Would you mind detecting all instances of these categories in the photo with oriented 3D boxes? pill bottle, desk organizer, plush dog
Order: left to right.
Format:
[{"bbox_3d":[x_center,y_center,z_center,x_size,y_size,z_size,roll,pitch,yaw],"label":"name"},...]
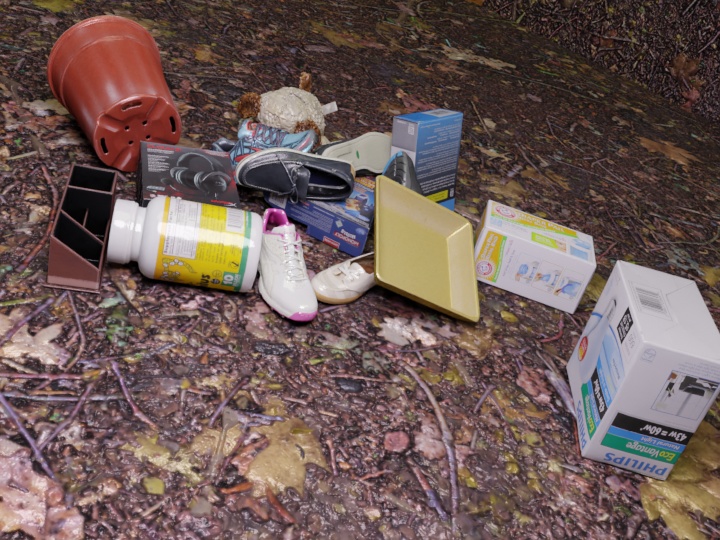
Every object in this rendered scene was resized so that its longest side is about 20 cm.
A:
[{"bbox_3d":[-0.379,-0.063,1.094,0.070,0.078,0.201,8,33,-16],"label":"desk organizer"},{"bbox_3d":[-0.241,-0.039,1.098,0.197,0.114,0.113,9,32,-16],"label":"pill bottle"},{"bbox_3d":[-0.131,-0.283,1.465,0.197,0.163,0.172,22,14,2],"label":"plush dog"}]

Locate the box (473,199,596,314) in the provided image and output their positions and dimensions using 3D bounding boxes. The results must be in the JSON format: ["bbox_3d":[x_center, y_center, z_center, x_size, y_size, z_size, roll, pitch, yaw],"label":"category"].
[{"bbox_3d":[0.291,-0.025,1.371,0.197,0.103,0.113,19,31,1],"label":"box"}]

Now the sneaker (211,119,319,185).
[{"bbox_3d":[-0.166,-0.207,1.329,0.197,0.097,0.080,-15,23,20],"label":"sneaker"}]

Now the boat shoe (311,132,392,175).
[{"bbox_3d":[-0.011,-0.201,1.396,0.198,0.073,0.067,-17,14,-42],"label":"boat shoe"}]

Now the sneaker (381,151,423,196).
[{"bbox_3d":[0.085,-0.103,1.359,0.081,0.073,0.204,5,73,-36],"label":"sneaker"}]

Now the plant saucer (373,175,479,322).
[{"bbox_3d":[0.091,-0.025,1.237,0.198,0.048,0.203,24,48,-27],"label":"plant saucer"}]

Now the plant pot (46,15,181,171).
[{"bbox_3d":[-0.399,-0.284,1.333,0.198,0.202,0.196,-7,47,-35],"label":"plant pot"}]

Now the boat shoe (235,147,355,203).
[{"bbox_3d":[-0.100,-0.148,1.269,0.196,0.075,0.063,3,41,-17],"label":"boat shoe"}]

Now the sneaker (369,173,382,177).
[{"bbox_3d":[0.063,-0.187,1.527,0.198,0.116,0.081,-31,47,-15],"label":"sneaker"}]

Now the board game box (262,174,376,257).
[{"bbox_3d":[-0.043,-0.124,1.385,0.198,0.062,0.200,26,31,12],"label":"board game box"}]

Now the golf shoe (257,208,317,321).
[{"bbox_3d":[-0.111,-0.011,1.147,0.074,0.093,0.201,-1,38,-32],"label":"golf shoe"}]

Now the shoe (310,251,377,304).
[{"bbox_3d":[0.000,0.000,1.223,0.198,0.054,0.070,-16,45,-44],"label":"shoe"}]

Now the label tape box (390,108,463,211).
[{"bbox_3d":[0.116,-0.182,1.450,0.063,0.203,0.143,20,26,36],"label":"label tape box"}]

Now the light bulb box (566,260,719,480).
[{"bbox_3d":[0.380,0.132,1.081,0.123,0.202,0.199,15,31,-2],"label":"light bulb box"}]

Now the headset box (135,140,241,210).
[{"bbox_3d":[-0.274,-0.125,1.250,0.146,0.078,0.201,6,35,-20],"label":"headset box"}]
